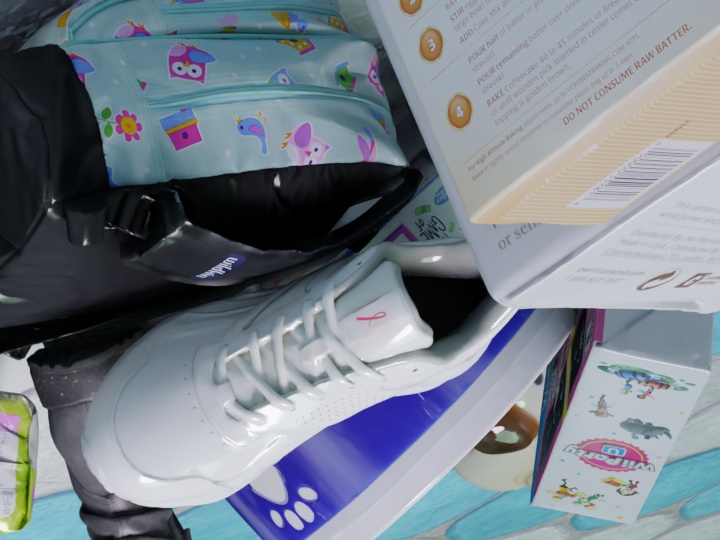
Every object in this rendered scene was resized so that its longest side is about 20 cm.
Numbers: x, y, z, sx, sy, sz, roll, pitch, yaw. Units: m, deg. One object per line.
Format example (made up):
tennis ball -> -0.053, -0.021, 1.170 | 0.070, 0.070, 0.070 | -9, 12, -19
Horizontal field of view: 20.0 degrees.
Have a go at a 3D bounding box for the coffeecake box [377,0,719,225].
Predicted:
coffeecake box -> 0.070, -0.139, 0.654 | 0.073, 0.201, 0.153 | -1, 152, -45

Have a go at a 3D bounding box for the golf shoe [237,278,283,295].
golf shoe -> -0.077, 0.027, 1.141 | 0.200, 0.073, 0.092 | -14, 146, -45

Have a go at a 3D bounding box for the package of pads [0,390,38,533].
package of pads -> -0.257, 0.087, 0.950 | 0.199, 0.068, 0.154 | 4, 174, -17

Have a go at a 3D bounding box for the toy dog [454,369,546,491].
toy dog -> 0.107, 0.076, 1.398 | 0.193, 0.140, 0.200 | -6, 161, 9

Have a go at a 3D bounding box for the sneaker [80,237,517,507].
sneaker -> -0.019, 0.028, 0.816 | 0.200, 0.078, 0.099 | -27, 175, -26

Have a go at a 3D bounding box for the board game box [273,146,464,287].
board game box -> 0.000, 0.000, 1.001 | 0.134, 0.034, 0.200 | -43, -175, 3

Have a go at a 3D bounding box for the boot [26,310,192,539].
boot -> -0.104, 0.088, 0.942 | 0.070, 0.132, 0.200 | -14, -174, 8

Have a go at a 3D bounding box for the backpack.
backpack -> -0.074, -0.049, 0.847 | 0.199, 0.127, 0.167 | -12, 172, -33

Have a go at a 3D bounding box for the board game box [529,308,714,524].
board game box -> 0.142, 0.029, 1.099 | 0.064, 0.148, 0.200 | 9, 150, 2

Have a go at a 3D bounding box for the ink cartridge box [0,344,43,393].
ink cartridge box -> -0.111, -0.012, 1.025 | 0.200, 0.048, 0.146 | -28, 164, -20

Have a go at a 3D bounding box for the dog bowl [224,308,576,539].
dog bowl -> 0.015, 0.065, 1.064 | 0.200, 0.079, 0.200 | -45, -179, 1

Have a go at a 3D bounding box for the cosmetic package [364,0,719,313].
cosmetic package -> 0.118, -0.109, 0.782 | 0.166, 0.201, 0.167 | -36, 156, 33

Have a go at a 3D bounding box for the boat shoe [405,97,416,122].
boat shoe -> 0.076, -0.079, 1.037 | 0.067, 0.072, 0.200 | 7, 177, 18
